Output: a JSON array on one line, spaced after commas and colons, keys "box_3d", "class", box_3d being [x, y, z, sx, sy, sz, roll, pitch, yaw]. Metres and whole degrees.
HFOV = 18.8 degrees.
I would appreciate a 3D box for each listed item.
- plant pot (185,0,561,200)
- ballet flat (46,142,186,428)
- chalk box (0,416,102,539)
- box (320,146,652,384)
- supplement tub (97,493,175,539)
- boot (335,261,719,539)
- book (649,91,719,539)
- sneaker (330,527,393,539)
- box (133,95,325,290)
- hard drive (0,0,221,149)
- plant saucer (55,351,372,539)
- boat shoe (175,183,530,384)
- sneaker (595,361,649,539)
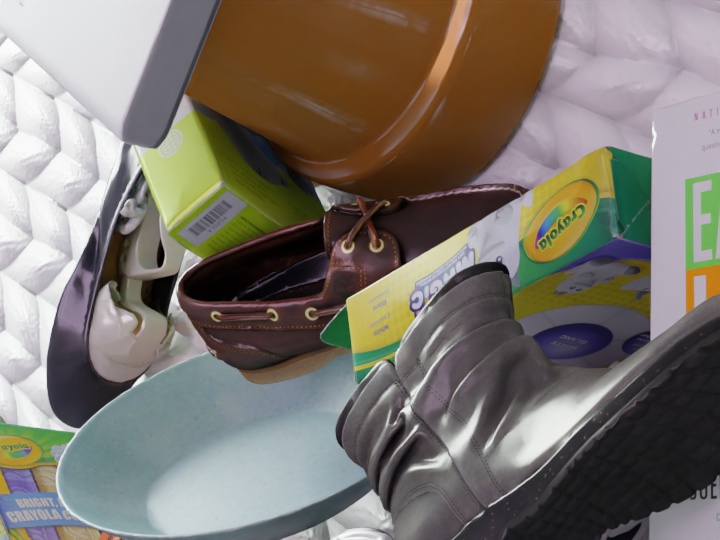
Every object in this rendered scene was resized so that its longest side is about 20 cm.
[{"box_3d": [-0.032, -0.147, 1.098, 0.200, 0.183, 0.200, -19, 66, 50], "class": "plant pot"}, {"box_3d": [-0.135, 0.005, 1.294, 0.073, 0.073, 0.200, 23, 97, 53], "class": "ballet flat"}, {"box_3d": [-0.188, 0.172, 1.271, 0.124, 0.124, 0.200, -59, 39, 26], "class": "chalk box"}, {"box_3d": [0.082, 0.015, 0.956, 0.200, 0.117, 0.048, -30, 57, 46], "class": "box"}, {"box_3d": [-0.070, 0.219, 1.098, 0.123, 0.122, 0.200, -48, 46, 35], "class": "supplement tub"}, {"box_3d": [0.065, 0.042, 0.815, 0.200, 0.068, 0.131, -46, 46, 27], "class": "boot"}, {"box_3d": [0.162, 0.030, 0.791, 0.134, 0.048, 0.200, -11, 76, 52], "class": "book"}, {"box_3d": [0.019, 0.164, 0.884, 0.200, 0.076, 0.092, -2, 36, 50], "class": "sneaker"}, {"box_3d": [-0.080, -0.072, 1.188, 0.048, 0.122, 0.200, -39, 46, 15], "class": "box"}, {"box_3d": [-0.123, -0.155, 1.046, 0.200, 0.027, 0.132, 40, 112, 51], "class": "hard drive"}, {"box_3d": [-0.051, 0.092, 1.089, 0.201, 0.201, 0.039, 19, 131, 54], "class": "plant saucer"}, {"box_3d": [0.000, 0.000, 1.066, 0.200, 0.070, 0.070, -22, 36, 26], "class": "boat shoe"}, {"box_3d": [0.091, 0.118, 0.962, 0.079, 0.130, 0.199, 24, 141, 25], "class": "sneaker"}]
